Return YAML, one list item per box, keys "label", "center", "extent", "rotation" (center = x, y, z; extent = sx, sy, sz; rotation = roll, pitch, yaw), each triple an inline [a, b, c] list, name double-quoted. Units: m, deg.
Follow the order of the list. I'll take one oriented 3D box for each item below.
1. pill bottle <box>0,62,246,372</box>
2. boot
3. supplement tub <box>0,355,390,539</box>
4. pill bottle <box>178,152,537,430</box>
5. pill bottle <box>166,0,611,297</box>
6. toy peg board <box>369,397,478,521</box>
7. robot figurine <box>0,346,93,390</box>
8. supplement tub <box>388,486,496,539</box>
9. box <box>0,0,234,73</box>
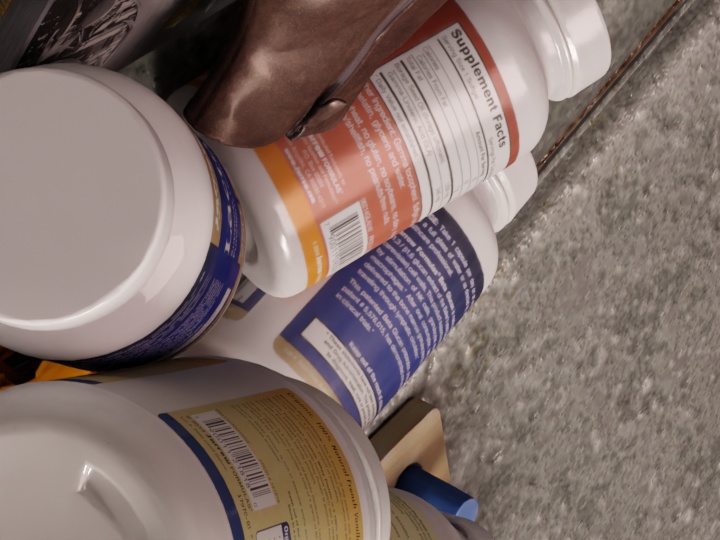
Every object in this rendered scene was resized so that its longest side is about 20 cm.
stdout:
- label: "pill bottle"
  center: [-0.111, -0.019, 1.016]
  extent: [0.116, 0.116, 0.200]
  rotation: [-63, 176, -2]
- label: "boot"
  center: [0.020, -0.136, 1.113]
  extent: [0.200, 0.072, 0.166]
  rotation: [-15, 144, -47]
- label: "supplement tub"
  center: [-0.080, 0.109, 1.025]
  extent: [0.200, 0.144, 0.145]
  rotation: [-6, 117, -67]
- label: "pill bottle"
  center: [0.000, 0.000, 1.303]
  extent: [0.200, 0.111, 0.111]
  rotation: [-48, 145, -23]
- label: "pill bottle"
  center: [0.015, -0.081, 1.222]
  extent: [0.200, 0.112, 0.112]
  rotation: [-31, 139, -16]
- label: "toy peg board"
  center: [0.019, 0.219, 1.498]
  extent: [0.200, 0.098, 0.199]
  rotation: [-43, 143, -30]
- label: "robot figurine"
  center: [-0.177, 0.081, 1.155]
  extent: [0.200, 0.058, 0.145]
  rotation: [-28, 133, -44]
- label: "supplement tub"
  center: [-0.032, 0.174, 1.251]
  extent: [0.200, 0.145, 0.145]
  rotation: [10, 104, -40]
- label: "box"
  center: [-0.087, -0.142, 1.066]
  extent: [0.200, 0.048, 0.158]
  rotation: [-36, 171, -38]
